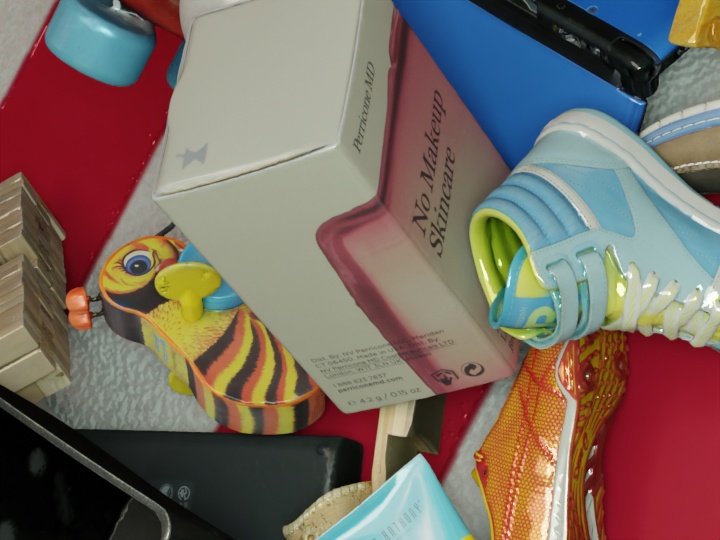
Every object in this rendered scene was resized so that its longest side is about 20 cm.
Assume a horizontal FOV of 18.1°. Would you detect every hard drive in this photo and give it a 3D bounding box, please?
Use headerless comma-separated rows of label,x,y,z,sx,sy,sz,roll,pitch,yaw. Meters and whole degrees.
hard drive,-0.096,0.164,1.315,0.200,0.033,0.140,-1,76,33

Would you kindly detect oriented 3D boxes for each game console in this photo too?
game console,0.111,-0.135,1.275,0.171,0.118,0.200,-40,54,-20

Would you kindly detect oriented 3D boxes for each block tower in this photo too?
block tower,-0.212,0.016,1.354,0.058,0.054,0.200,-27,28,8

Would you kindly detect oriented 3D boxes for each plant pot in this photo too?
plant pot,-0.159,0.187,1.221,0.199,0.177,0.200,29,94,35

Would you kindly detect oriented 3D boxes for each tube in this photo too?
tube,0.062,0.196,1.155,0.077,0.050,0.200,-38,79,-6

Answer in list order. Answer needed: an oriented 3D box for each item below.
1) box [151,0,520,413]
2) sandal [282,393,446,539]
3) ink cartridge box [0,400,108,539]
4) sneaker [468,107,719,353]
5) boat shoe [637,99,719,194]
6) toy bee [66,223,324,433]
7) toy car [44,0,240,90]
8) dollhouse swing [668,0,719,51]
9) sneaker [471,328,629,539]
box,-0.003,-0.038,1.171,0.109,0.200,0.128,-13,48,26
sandal,-0.007,0.139,1.235,0.070,0.078,0.212,5,71,21
ink cartridge box,-0.258,0.127,1.375,0.200,0.087,0.145,39,105,41
sneaker,0.138,0.017,1.127,0.200,0.131,0.080,38,141,17
boat shoe,0.229,-0.050,1.142,0.200,0.072,0.073,-8,74,31
toy bee,-0.109,0.026,1.313,0.109,0.131,0.200,-25,39,-15
toy car,-0.050,-0.152,1.271,0.185,0.177,0.200,-60,43,16
dollhouse swing,0.284,-0.186,1.095,0.200,0.182,0.176,14,105,35
sneaker,0.094,0.085,1.191,0.077,0.073,0.200,5,79,33
